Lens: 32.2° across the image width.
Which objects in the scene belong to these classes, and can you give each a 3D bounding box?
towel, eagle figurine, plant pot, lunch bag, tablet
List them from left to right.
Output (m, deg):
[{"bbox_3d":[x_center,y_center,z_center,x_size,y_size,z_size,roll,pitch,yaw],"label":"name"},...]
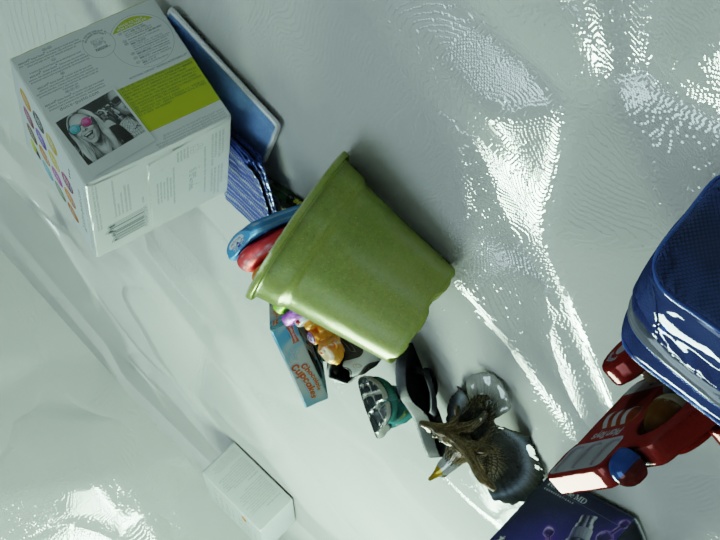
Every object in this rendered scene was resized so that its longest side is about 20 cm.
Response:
[{"bbox_3d":[-0.177,-0.230,1.567,0.200,0.014,0.130,47,159,3],"label":"tablet"},{"bbox_3d":[-0.160,-0.119,1.660,0.145,0.024,0.201,44,160,32],"label":"towel"},{"bbox_3d":[0.000,0.000,1.413,0.183,0.201,0.201,34,158,1],"label":"plant pot"},{"bbox_3d":[0.147,0.222,1.604,0.200,0.149,0.154,26,-126,-63],"label":"eagle figurine"},{"bbox_3d":[0.304,0.044,0.933,0.199,0.136,0.133,39,158,18],"label":"lunch bag"}]

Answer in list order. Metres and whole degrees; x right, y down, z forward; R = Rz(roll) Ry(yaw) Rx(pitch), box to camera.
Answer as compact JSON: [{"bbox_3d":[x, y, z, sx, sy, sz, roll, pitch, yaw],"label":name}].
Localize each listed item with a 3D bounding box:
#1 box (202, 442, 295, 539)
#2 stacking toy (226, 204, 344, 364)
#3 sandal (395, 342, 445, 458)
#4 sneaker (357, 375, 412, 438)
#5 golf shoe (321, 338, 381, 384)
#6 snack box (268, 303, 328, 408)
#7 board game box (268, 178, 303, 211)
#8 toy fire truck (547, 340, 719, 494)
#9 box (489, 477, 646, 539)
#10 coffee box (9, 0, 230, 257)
[{"bbox_3d":[-0.256,0.523,2.882,0.200,0.106,0.153,40,157,20],"label":"box"},{"bbox_3d":[-0.075,0.028,1.556,0.202,0.109,0.116,63,147,8],"label":"stacking toy"},{"bbox_3d":[0.090,0.169,1.678,0.042,0.077,0.201,-8,132,19],"label":"sandal"},{"bbox_3d":[0.043,0.177,1.719,0.200,0.079,0.078,75,174,-77],"label":"sneaker"},{"bbox_3d":[-0.026,0.111,1.750,0.078,0.094,0.200,50,160,-9],"label":"golf shoe"},{"bbox_3d":[-0.086,0.095,1.689,0.200,0.037,0.117,-107,-7,-74],"label":"snack box"},{"bbox_3d":[-0.079,-0.033,1.704,0.104,0.023,0.201,35,155,36],"label":"board game box"},{"bbox_3d":[0.265,0.136,1.121,0.112,0.168,0.200,48,159,-3],"label":"toy fire truck"},{"bbox_3d":[0.239,0.374,1.536,0.147,0.200,0.105,21,147,47],"label":"box"},{"bbox_3d":[-0.296,-0.177,1.560,0.199,0.199,0.200,55,159,16],"label":"coffee box"}]
